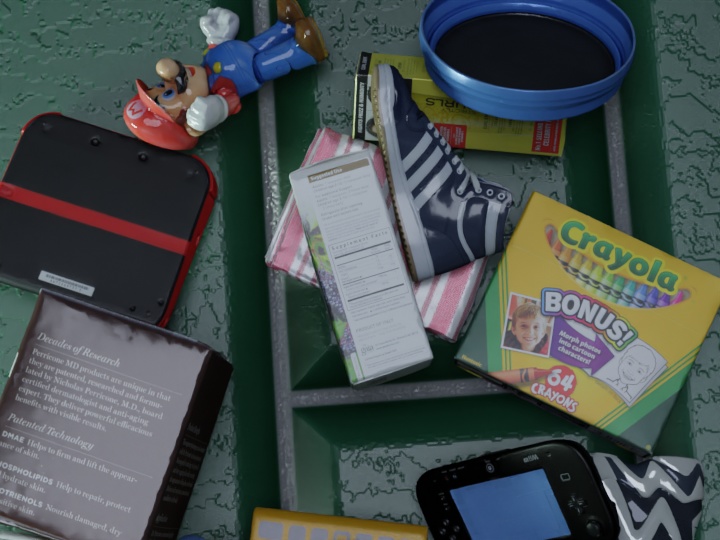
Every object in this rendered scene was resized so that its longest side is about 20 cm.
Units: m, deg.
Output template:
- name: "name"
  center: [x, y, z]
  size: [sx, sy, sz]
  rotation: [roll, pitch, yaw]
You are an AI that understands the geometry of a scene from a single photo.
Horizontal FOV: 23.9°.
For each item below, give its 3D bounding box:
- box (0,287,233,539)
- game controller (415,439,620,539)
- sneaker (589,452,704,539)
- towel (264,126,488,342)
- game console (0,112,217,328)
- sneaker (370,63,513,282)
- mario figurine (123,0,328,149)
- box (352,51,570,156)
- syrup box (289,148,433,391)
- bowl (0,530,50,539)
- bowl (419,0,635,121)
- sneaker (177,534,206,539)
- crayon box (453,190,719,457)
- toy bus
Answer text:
- name: "box"
  center: [-0.227, 0.145, 1.515]
  size: [0.163, 0.166, 0.201]
  rotation: [18, 81, 6]
- name: "game controller"
  center: [0.135, 0.208, 1.493]
  size: [0.042, 0.199, 0.105]
  rotation: [-42, 106, -46]
- name: "sneaker"
  center: [0.209, 0.233, 1.526]
  size: [0.197, 0.080, 0.131]
  rotation: [3, 74, -6]
- name: "towel"
  center: [0.025, -0.034, 1.606]
  size: [0.199, 0.030, 0.147]
  rotation: [22, 83, 3]
- name: "game console"
  center: [-0.248, -0.049, 1.603]
  size: [0.199, 0.031, 0.178]
  rotation: [17, 73, 6]
- name: "sneaker"
  center: [0.076, -0.098, 1.552]
  size: [0.108, 0.070, 0.202]
  rotation: [-13, 101, 1]
- name: "mario figurine"
  center: [-0.135, -0.192, 1.593]
  size: [0.199, 0.123, 0.106]
  rotation: [-32, 93, -7]
- name: "box"
  center: [0.094, -0.155, 1.593]
  size: [0.198, 0.050, 0.076]
  rotation: [6, 125, 2]
- name: "syrup box"
  center: [0.000, 0.000, 1.546]
  size: [0.081, 0.079, 0.201]
  rotation: [-18, 82, -3]
- name: "bowl"
  center: [-0.277, 0.337, 1.516]
  size: [0.198, 0.075, 0.201]
  rotation: [13, 92, 12]
- name: "bowl"
  center: [0.152, -0.205, 1.566]
  size: [0.199, 0.040, 0.201]
  rotation: [2, 41, -1]
- name: "sneaker"
  center: [-0.151, 0.322, 1.499]
  size: [0.077, 0.085, 0.202]
  rotation: [-13, 109, -27]
- name: "crayon box"
  center: [0.210, 0.049, 1.567]
  size: [0.199, 0.058, 0.174]
  rotation: [25, 83, 6]
- name: "toy bus"
  center: [-0.041, 0.260, 1.540]
  size: [0.198, 0.065, 0.079]
  rotation: [6, 81, 3]
